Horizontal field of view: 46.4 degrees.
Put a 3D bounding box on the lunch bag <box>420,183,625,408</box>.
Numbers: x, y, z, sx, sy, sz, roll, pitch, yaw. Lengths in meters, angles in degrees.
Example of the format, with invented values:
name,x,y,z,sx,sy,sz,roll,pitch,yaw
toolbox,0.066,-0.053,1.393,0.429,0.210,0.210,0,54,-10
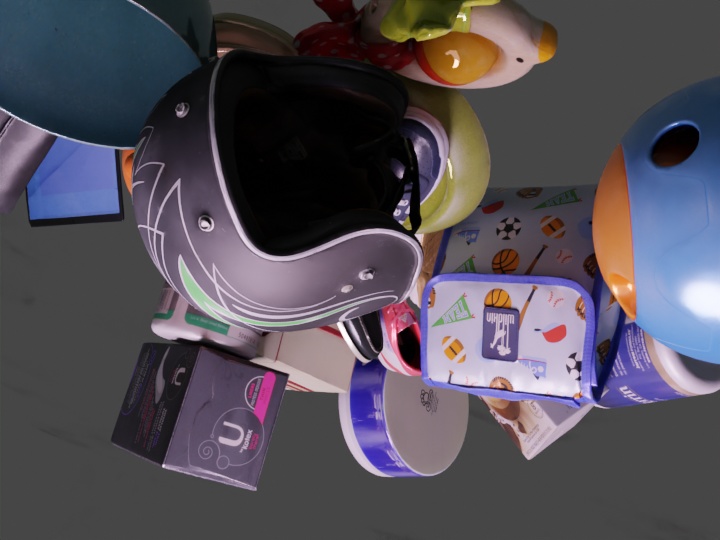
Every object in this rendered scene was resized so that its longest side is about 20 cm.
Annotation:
name,x,y,z,sx,sy,sz,roll,pitch,yaw
lunch bag,0.154,0.022,0.779,0.169,0.201,0.124,2,151,32

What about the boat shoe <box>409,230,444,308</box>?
name,x,y,z,sx,sy,sz,roll,pitch,yaw
boat shoe,0.056,-0.030,0.897,0.069,0.071,0.201,37,156,19

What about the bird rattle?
name,x,y,z,sx,sy,sz,roll,pitch,yaw
bird rattle,0.045,-0.165,0.602,0.162,0.114,0.200,18,160,-27

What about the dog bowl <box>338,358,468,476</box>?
name,x,y,z,sx,sy,sz,roll,pitch,yaw
dog bowl,0.063,0.180,1.154,0.078,0.201,0.200,-10,143,40

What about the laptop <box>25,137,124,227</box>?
name,x,y,z,sx,sy,sz,roll,pitch,yaw
laptop,-0.359,-0.147,0.907,0.176,0.104,0.200,-1,148,35

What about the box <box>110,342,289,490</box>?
name,x,y,z,sx,sy,sz,roll,pitch,yaw
box,-0.175,0.149,0.893,0.105,0.123,0.200,22,166,-27

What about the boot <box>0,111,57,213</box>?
name,x,y,z,sx,sy,sz,roll,pitch,yaw
boot,-0.305,-0.128,0.825,0.165,0.066,0.200,39,106,-18

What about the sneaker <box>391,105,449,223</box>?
name,x,y,z,sx,sy,sz,roll,pitch,yaw
sneaker,0.003,-0.043,0.708,0.070,0.109,0.200,35,142,-2

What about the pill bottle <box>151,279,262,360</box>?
name,x,y,z,sx,sy,sz,roll,pitch,yaw
pill bottle,-0.136,-0.016,0.883,0.112,0.202,0.113,15,167,4

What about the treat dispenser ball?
name,x,y,z,sx,sy,sz,roll,pitch,yaw
treat dispenser ball,0.264,-0.034,0.587,0.199,0.202,0.201,15,155,7

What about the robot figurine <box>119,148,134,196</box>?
name,x,y,z,sx,sy,sz,roll,pitch,yaw
robot figurine,-0.130,-0.090,0.751,0.199,0.144,0.117,18,145,26

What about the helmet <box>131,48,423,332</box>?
name,x,y,z,sx,sy,sz,roll,pitch,yaw
helmet,-0.060,-0.051,0.582,0.189,0.202,0.200,1,156,-9

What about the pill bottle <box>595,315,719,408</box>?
name,x,y,z,sx,sy,sz,roll,pitch,yaw
pill bottle,0.291,0.087,0.913,0.115,0.117,0.200,28,154,-19

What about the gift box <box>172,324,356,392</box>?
name,x,y,z,sx,sy,sz,roll,pitch,yaw
gift box,-0.100,0.037,1.020,0.199,0.186,0.186,-11,151,41

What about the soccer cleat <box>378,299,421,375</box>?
name,x,y,z,sx,sy,sz,roll,pitch,yaw
soccer cleat,0.028,0.035,0.976,0.073,0.068,0.201,12,131,59

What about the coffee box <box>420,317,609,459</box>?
name,x,y,z,sx,sy,sz,roll,pitch,yaw
coffee box,0.161,0.090,0.920,0.200,0.079,0.113,52,158,21

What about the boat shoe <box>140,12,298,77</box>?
name,x,y,z,sx,sy,sz,roll,pitch,yaw
boat shoe,-0.142,-0.179,0.739,0.198,0.065,0.071,8,153,22

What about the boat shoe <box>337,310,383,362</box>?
name,x,y,z,sx,sy,sz,roll,pitch,yaw
boat shoe,0.001,-0.001,0.905,0.066,0.201,0.074,-14,-177,20

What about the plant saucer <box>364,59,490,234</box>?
name,x,y,z,sx,sy,sz,roll,pitch,yaw
plant saucer,0.017,-0.104,0.748,0.199,0.031,0.201,20,140,18

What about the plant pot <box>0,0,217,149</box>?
name,x,y,z,sx,sy,sz,roll,pitch,yaw
plant pot,-0.197,-0.203,0.630,0.198,0.136,0.200,6,155,3
